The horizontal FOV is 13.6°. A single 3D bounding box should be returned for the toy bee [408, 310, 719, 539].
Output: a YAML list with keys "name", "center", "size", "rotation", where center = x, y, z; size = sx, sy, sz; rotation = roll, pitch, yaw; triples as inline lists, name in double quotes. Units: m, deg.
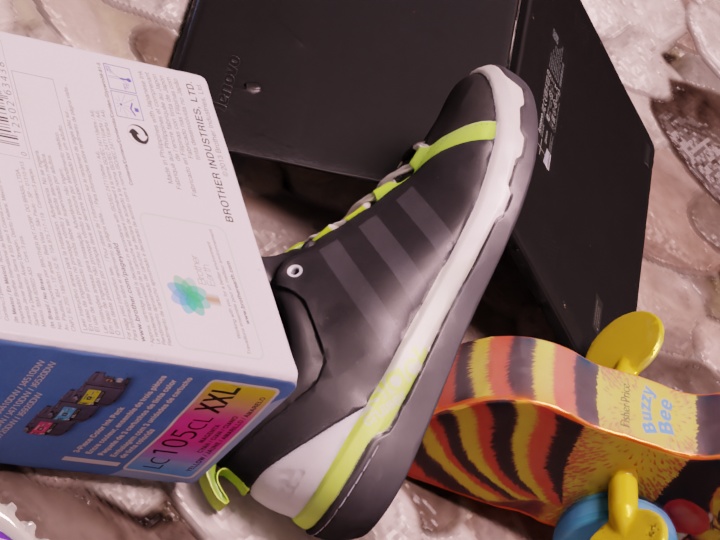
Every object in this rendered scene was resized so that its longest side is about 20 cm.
- name: "toy bee"
  center: [0.117, 0.067, 1.132]
  size: [0.200, 0.109, 0.131]
  rotation: [12, 45, -36]

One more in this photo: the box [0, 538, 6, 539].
- name: "box"
  center: [-0.124, 0.183, 0.733]
  size: [0.199, 0.171, 0.200]
  rotation: [20, 43, -30]

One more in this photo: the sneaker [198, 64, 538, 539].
- name: "sneaker"
  center: [0.000, 0.000, 1.075]
  size: [0.083, 0.072, 0.200]
  rotation: [26, 64, -6]

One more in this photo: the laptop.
- name: "laptop"
  center: [0.027, -0.054, 1.243]
  size: [0.200, 0.116, 0.188]
  rotation: [59, 28, -32]

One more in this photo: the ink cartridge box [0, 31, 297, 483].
- name: "ink cartridge box"
  center: [-0.134, -0.011, 0.992]
  size: [0.200, 0.076, 0.137]
  rotation: [12, 47, -39]

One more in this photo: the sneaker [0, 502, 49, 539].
- name: "sneaker"
  center: [-0.181, 0.093, 0.862]
  size: [0.200, 0.070, 0.100]
  rotation: [25, 47, -19]
